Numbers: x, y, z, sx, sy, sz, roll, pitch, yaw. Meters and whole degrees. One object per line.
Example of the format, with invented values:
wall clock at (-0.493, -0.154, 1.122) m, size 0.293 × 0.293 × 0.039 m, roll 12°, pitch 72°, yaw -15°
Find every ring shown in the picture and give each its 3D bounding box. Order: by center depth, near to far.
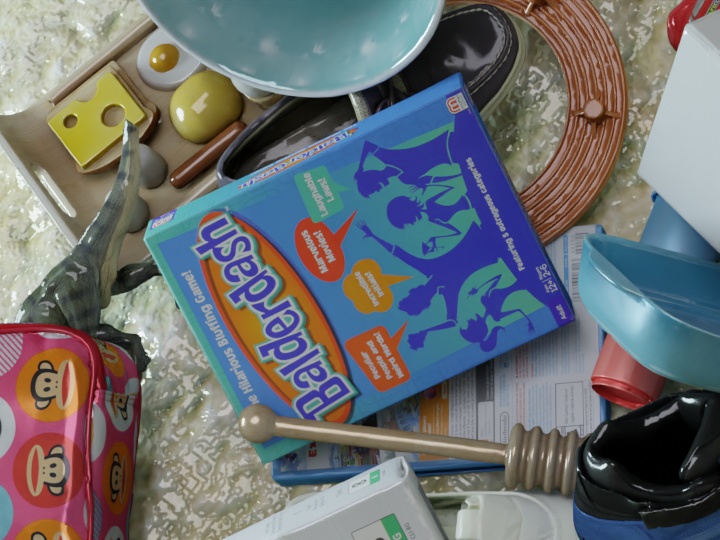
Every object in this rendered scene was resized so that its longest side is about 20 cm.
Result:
ring at (0.058, -0.098, 1.502) m, size 0.200 × 0.019 × 0.200 m, roll -3°, pitch 76°, yaw 13°

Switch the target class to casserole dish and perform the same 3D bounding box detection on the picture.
casserole dish at (0.198, 0.033, 1.361) m, size 0.121 × 0.200 × 0.039 m, roll 48°, pitch 120°, yaw 52°

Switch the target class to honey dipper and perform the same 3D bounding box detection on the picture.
honey dipper at (0.030, 0.095, 1.418) m, size 0.200 × 0.038 × 0.038 m, roll 8°, pitch 71°, yaw 5°

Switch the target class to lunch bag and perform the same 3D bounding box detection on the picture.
lunch bag at (-0.222, 0.131, 1.479) m, size 0.176 × 0.082 × 0.200 m, roll -1°, pitch 80°, yaw 17°

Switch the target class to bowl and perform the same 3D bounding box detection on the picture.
bowl at (-0.032, -0.209, 1.422) m, size 0.201 × 0.201 × 0.105 m, roll 5°, pitch 40°, yaw 20°

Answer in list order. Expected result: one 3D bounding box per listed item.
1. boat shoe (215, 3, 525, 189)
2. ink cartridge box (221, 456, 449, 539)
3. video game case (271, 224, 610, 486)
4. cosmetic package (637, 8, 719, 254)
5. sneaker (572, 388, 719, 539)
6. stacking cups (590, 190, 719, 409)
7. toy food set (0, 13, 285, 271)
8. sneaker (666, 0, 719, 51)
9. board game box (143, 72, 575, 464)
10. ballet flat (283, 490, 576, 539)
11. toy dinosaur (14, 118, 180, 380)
boat shoe at (0.005, -0.091, 1.468) m, size 0.200 × 0.065 × 0.072 m, roll -30°, pitch 73°, yaw 5°
ink cartridge box at (-0.029, 0.215, 1.380) m, size 0.200 × 0.050 × 0.161 m, roll -26°, pitch 102°, yaw 5°
video game case at (0.046, 0.050, 1.485) m, size 0.200 × 0.018 × 0.143 m, roll -5°, pitch 68°, yaw 16°
cosmetic package at (0.293, -0.063, 1.347) m, size 0.199 × 0.123 × 0.200 m, roll -25°, pitch 59°, yaw -29°
sneaker at (0.211, 0.115, 1.337) m, size 0.200 × 0.111 × 0.077 m, roll 0°, pitch 48°, yaw 10°
stacking cups at (0.188, -0.015, 1.444) m, size 0.060 × 0.061 × 0.200 m, roll 15°, pitch 77°, yaw 23°
toy food set at (-0.125, -0.110, 1.580) m, size 0.200 × 0.060 × 0.144 m, roll -39°, pitch 63°, yaw 0°
sneaker at (0.226, -0.216, 1.502) m, size 0.085 × 0.077 × 0.200 m, roll 8°, pitch 72°, yaw 26°
board game box at (0.000, 0.000, 1.438) m, size 0.200 × 0.045 × 0.152 m, roll -26°, pitch 104°, yaw 8°
ballet flat at (0.046, 0.150, 1.418) m, size 0.200 × 0.069 × 0.069 m, roll 0°, pitch 69°, yaw 18°
toy dinosaur at (-0.155, 0.016, 1.528) m, size 0.088 × 0.047 × 0.200 m, roll 31°, pitch 104°, yaw -11°
